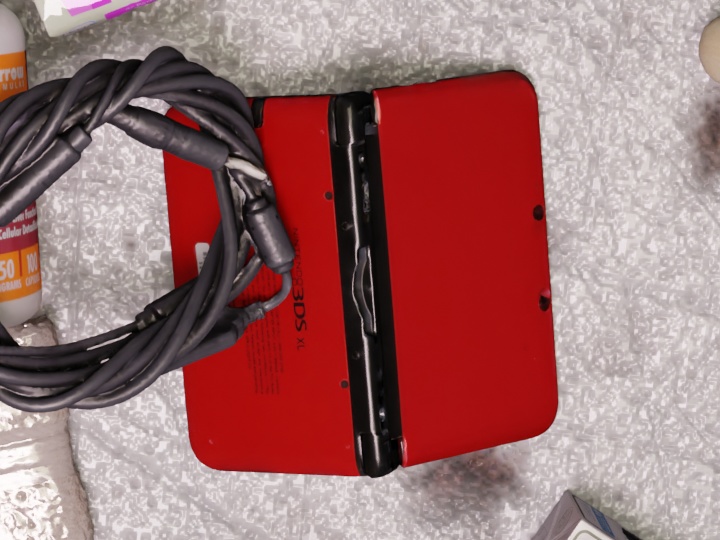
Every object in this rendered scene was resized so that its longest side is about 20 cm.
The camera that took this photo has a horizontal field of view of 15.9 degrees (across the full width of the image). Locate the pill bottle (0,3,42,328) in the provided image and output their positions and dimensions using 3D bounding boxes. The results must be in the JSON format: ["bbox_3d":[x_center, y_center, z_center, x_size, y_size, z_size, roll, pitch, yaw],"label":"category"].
[{"bbox_3d":[-0.222,-0.072,1.293,0.113,0.113,0.200,-4,100,-4],"label":"pill bottle"}]

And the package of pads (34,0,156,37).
[{"bbox_3d":[-0.119,-0.237,1.298,0.154,0.068,0.200,-21,100,-1],"label":"package of pads"}]

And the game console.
[{"bbox_3d":[0.000,0.000,1.370,0.172,0.119,0.200,0,100,27],"label":"game console"}]

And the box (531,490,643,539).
[{"bbox_3d":[0.165,0.224,1.396,0.200,0.060,0.117,35,95,-9],"label":"box"}]

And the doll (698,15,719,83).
[{"bbox_3d":[0.267,-0.155,1.349,0.200,0.048,0.137,-27,112,0],"label":"doll"}]

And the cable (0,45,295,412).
[{"bbox_3d":[-0.126,-0.019,1.260,0.200,0.051,0.164,-20,111,-26],"label":"cable"}]

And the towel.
[{"bbox_3d":[-0.249,0.101,1.358,0.200,0.034,0.133,-10,100,-3],"label":"towel"}]
